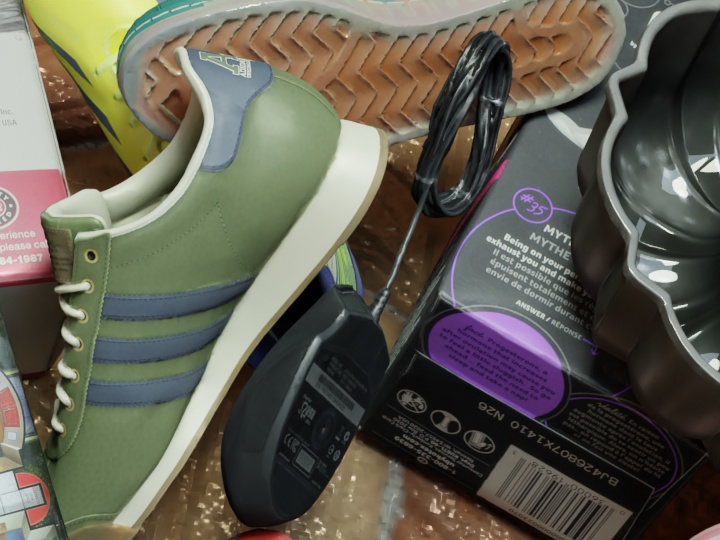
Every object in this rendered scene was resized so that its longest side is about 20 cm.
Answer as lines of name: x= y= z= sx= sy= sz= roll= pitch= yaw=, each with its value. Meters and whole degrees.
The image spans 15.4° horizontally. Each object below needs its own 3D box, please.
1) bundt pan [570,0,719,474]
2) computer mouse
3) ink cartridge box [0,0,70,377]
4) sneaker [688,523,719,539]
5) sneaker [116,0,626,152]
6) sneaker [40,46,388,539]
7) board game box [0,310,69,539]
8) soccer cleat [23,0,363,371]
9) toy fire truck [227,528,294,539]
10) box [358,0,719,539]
bundt pan: x=0.163 y=-0.002 z=0.967 sx=0.201 sy=0.076 sz=0.203 roll=11 pitch=57 yaw=-17
computer mouse: x=0.000 y=0.000 z=0.958 sx=0.034 sy=0.059 sz=0.201 roll=21 pitch=74 yaw=29
ink cartridge box: x=-0.197 y=-0.059 z=1.009 sx=0.146 sy=0.083 sz=0.201 roll=-6 pitch=61 yaw=-21
sneaker: x=0.144 y=0.116 z=0.965 sx=0.075 sy=0.200 sz=0.105 roll=-24 pitch=53 yaw=12
sneaker: x=-0.004 y=-0.091 z=1.003 sx=0.199 sy=0.072 sz=0.080 roll=-8 pitch=34 yaw=-23
sneaker: x=-0.082 y=0.009 z=0.942 sx=0.090 sy=0.201 sz=0.067 roll=33 pitch=7 yaw=-21
board game box: x=-0.163 y=0.057 z=0.907 sx=0.104 sy=0.023 sz=0.201 roll=-15 pitch=80 yaw=-22
soccer cleat: x=-0.063 y=-0.045 z=1.007 sx=0.201 sy=0.064 sz=0.084 roll=57 pitch=18 yaw=-13
toy fire truck: x=0.031 y=0.145 z=0.919 sx=0.199 sy=0.141 sz=0.049 roll=32 pitch=54 yaw=3
box: x=0.101 y=-0.005 z=1.058 sx=0.122 sy=0.106 sz=0.200 roll=30 pitch=54 yaw=0
